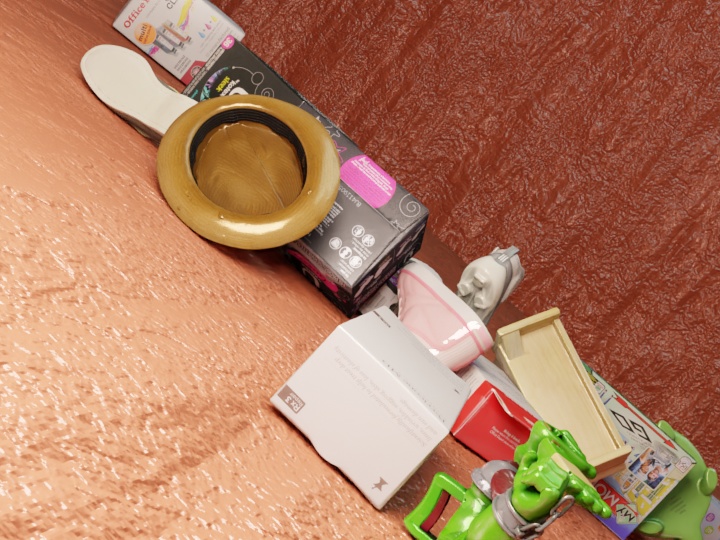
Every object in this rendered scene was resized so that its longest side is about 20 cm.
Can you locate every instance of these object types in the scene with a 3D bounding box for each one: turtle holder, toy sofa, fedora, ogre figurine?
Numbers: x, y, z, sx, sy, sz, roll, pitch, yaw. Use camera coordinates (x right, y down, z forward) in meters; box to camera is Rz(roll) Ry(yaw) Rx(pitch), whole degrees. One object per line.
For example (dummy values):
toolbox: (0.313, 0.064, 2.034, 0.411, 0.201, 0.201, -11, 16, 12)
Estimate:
turtle holder: (0.397, 0.289, 1.305, 0.185, 0.141, 0.132, 31, -13, 6)
toy sofa: (0.233, 0.155, 1.162, 0.098, 0.083, 0.200, 83, -15, -63)
fedora: (-0.116, -0.092, 1.026, 0.201, 0.200, 0.082, 44, -27, 19)
ogre figurine: (0.100, 0.164, 0.673, 0.098, 0.120, 0.200, 44, 9, -8)

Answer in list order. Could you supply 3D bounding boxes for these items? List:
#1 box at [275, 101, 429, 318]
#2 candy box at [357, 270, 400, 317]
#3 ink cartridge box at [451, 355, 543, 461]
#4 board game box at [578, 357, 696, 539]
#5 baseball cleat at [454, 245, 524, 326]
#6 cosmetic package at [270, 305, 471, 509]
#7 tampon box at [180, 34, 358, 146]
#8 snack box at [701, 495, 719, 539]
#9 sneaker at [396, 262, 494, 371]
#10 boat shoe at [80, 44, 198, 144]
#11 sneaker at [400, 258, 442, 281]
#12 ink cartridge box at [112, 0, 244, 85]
box: (-0.039, -0.067, 1.131, 0.200, 0.132, 0.115, 42, -16, 14)
candy box: (0.000, 0.000, 1.282, 0.200, 0.061, 0.136, 44, 9, 25)
ink cartridge box: (0.139, 0.153, 1.081, 0.116, 0.067, 0.200, 37, 8, -26)
board game box: (0.294, 0.216, 1.223, 0.200, 0.135, 0.029, 41, 8, 6)
baseball cleat: (0.143, 0.047, 1.191, 0.106, 0.200, 0.070, -30, 71, -35)
cosmetic package: (0.016, 0.098, 0.772, 0.113, 0.081, 0.200, 43, 7, 5)
tampon box: (-0.136, -0.190, 1.347, 0.200, 0.150, 0.126, 44, 8, 22)
snack box: (0.598, 0.420, 1.770, 0.200, 0.068, 0.169, 41, 7, -10)
sneaker: (0.060, 0.062, 1.089, 0.075, 0.105, 0.200, 55, -4, -27)
boat shoe: (-0.249, -0.195, 1.163, 0.201, 0.072, 0.060, 36, -15, 18)
sneaker: (0.087, 0.047, 1.394, 0.200, 0.080, 0.086, 38, 17, 26)
ink cartridge box: (-0.339, -0.455, 1.836, 0.200, 0.145, 0.145, 37, 9, -18)
